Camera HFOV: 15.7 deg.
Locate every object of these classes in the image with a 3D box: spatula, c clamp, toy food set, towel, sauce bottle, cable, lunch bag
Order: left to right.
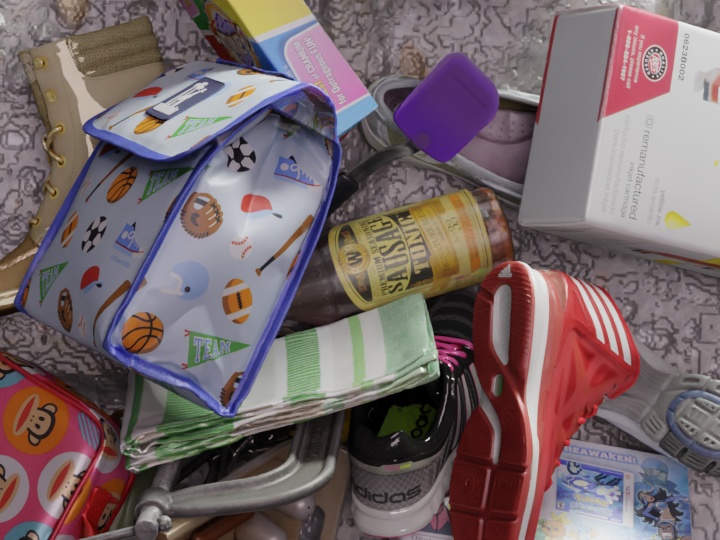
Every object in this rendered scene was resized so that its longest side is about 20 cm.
[{"bbox_3d":[-0.233,0.157,1.633,0.176,0.082,0.200,29,86,23],"label":"lunch bag"},{"bbox_3d":[-0.105,-0.034,1.585,0.124,0.170,0.200,31,85,-29],"label":"lunch bag"},{"bbox_3d":[-0.094,0.116,1.585,0.170,0.200,0.027,-9,106,13],"label":"c clamp"},{"bbox_3d":[-0.079,0.203,1.615,0.060,0.200,0.144,28,122,26],"label":"toy food set"},{"bbox_3d":[-0.073,0.101,1.679,0.200,0.050,0.097,-33,87,-33],"label":"cable"},{"bbox_3d":[-0.051,0.064,1.622,0.199,0.153,0.023,-17,106,2],"label":"towel"},{"bbox_3d":[0.000,0.000,1.710,0.199,0.066,0.066,-18,89,-11],"label":"sauce bottle"},{"bbox_3d":[0.006,-0.065,1.701,0.200,0.021,0.056,-37,120,23],"label":"spatula"}]

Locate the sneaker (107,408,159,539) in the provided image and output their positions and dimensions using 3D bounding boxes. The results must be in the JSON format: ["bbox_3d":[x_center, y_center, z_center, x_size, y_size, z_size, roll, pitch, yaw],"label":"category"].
[{"bbox_3d":[-0.140,0.197,1.688,0.090,0.067,0.201,17,75,-26],"label":"sneaker"}]

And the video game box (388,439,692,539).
[{"bbox_3d":[0.116,0.184,1.677,0.199,0.047,0.183,11,46,-7],"label":"video game box"}]

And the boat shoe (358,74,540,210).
[{"bbox_3d":[0.099,-0.085,1.733,0.201,0.065,0.075,18,85,-7],"label":"boat shoe"}]

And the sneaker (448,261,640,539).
[{"bbox_3d":[0.126,0.099,1.634,0.115,0.078,0.201,7,92,-35],"label":"sneaker"}]

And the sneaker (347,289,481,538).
[{"bbox_3d":[0.042,0.073,1.667,0.073,0.088,0.200,11,47,20],"label":"sneaker"}]

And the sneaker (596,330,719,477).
[{"bbox_3d":[0.176,0.079,1.732,0.200,0.087,0.075,36,84,14],"label":"sneaker"}]

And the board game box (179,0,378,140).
[{"bbox_3d":[-0.072,-0.165,1.671,0.040,0.153,0.200,-36,91,-9],"label":"board game box"}]

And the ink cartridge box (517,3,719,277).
[{"bbox_3d":[0.217,-0.079,1.705,0.199,0.083,0.146,13,83,-28],"label":"ink cartridge box"}]

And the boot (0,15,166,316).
[{"bbox_3d":[-0.197,-0.065,1.683,0.199,0.073,0.156,-24,94,-13],"label":"boot"}]
